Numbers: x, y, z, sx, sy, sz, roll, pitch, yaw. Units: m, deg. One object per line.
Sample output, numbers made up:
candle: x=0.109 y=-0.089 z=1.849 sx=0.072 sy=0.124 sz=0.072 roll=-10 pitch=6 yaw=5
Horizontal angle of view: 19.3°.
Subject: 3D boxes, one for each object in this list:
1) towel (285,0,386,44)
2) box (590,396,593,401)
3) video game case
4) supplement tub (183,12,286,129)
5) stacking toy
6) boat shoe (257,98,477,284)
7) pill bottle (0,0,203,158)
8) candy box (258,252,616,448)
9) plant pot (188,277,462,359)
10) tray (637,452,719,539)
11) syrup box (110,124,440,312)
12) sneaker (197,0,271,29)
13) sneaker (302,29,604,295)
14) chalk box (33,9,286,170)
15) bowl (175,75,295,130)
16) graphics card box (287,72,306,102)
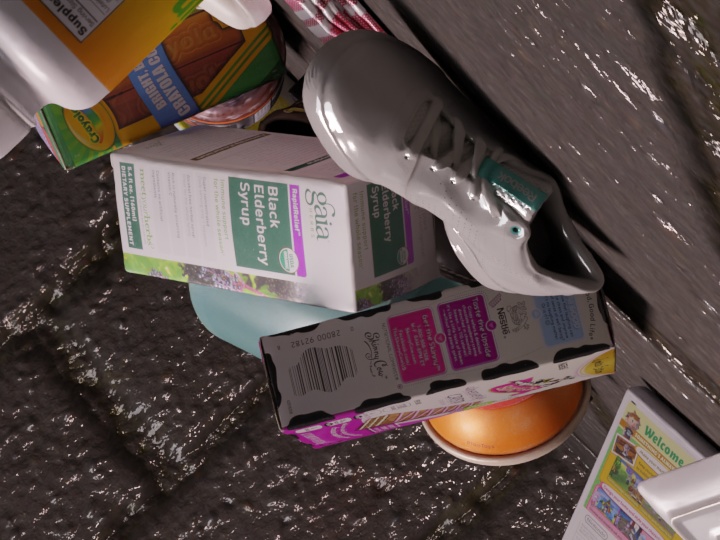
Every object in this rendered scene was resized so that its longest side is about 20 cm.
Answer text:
towel: x=-0.003 y=-0.125 z=1.235 sx=0.200 sy=0.030 sz=0.146 roll=46 pitch=179 yaw=-22
box: x=0.113 y=0.037 z=1.988 sx=0.200 sy=0.048 sz=0.193 roll=45 pitch=176 yaw=38
video game case: x=0.228 y=0.213 z=1.524 sx=0.022 sy=0.182 sz=0.200 roll=-1 pitch=-148 yaw=-38
supplement tub: x=-0.110 y=-0.163 z=1.628 sx=0.107 sy=0.107 sz=0.200 roll=46 pitch=178 yaw=-1
stacking toy: x=0.106 y=0.048 z=1.709 sx=0.146 sy=0.146 sz=0.200 roll=44 pitch=159 yaw=38
boat shoe: x=0.022 y=-0.046 z=1.335 sx=0.200 sy=0.072 sz=0.059 roll=37 pitch=-151 yaw=20
pill bottle: x=-0.149 y=-0.157 z=1.127 sx=0.111 sy=0.200 sz=0.111 roll=46 pitch=179 yaw=1
candy box: x=0.051 y=0.051 z=1.268 sx=0.136 sy=0.200 sz=0.061 roll=50 pitch=-155 yaw=-78
plant pot: x=0.000 y=0.000 z=1.575 sx=0.161 sy=0.201 sz=0.201 roll=31 pitch=170 yaw=35
tray: x=0.261 y=0.186 z=1.264 sx=0.200 sy=0.022 sz=0.107 roll=46 pitch=138 yaw=-16
syrup box: x=-0.053 y=-0.035 z=1.278 sx=0.200 sy=0.081 sz=0.079 roll=10 pitch=113 yaw=42
sneaker: x=-0.147 y=-0.183 z=1.228 sx=0.200 sy=0.085 sz=0.073 roll=34 pitch=174 yaw=7
sneaker: x=0.057 y=-0.053 z=1.091 sx=0.200 sy=0.075 sz=0.088 roll=40 pitch=169 yaw=-35
chalk box: x=-0.171 y=-0.151 z=1.349 sx=0.125 sy=0.200 sz=0.124 roll=68 pitch=169 yaw=-23
bowl: x=-0.091 y=-0.127 z=1.995 sx=0.200 sy=0.108 sz=0.200 roll=45 pitch=178 yaw=2
graphics card box: x=0.044 y=-0.055 z=1.431 sx=0.200 sy=0.051 sz=0.125 roll=46 pitch=179 yaw=15
